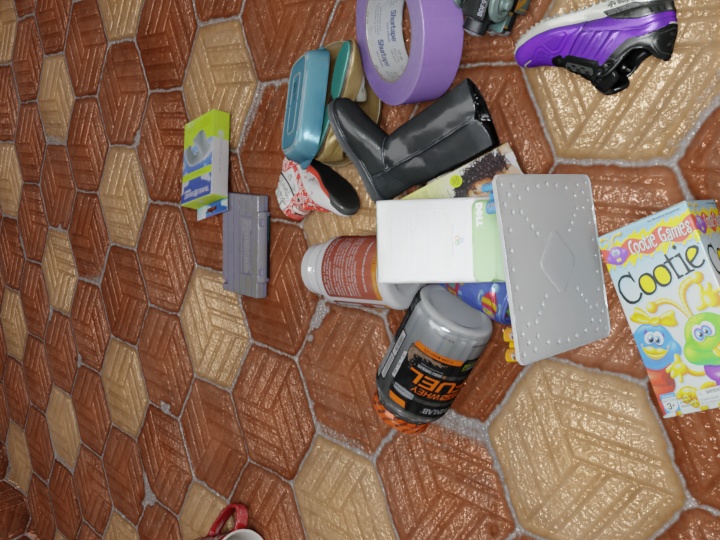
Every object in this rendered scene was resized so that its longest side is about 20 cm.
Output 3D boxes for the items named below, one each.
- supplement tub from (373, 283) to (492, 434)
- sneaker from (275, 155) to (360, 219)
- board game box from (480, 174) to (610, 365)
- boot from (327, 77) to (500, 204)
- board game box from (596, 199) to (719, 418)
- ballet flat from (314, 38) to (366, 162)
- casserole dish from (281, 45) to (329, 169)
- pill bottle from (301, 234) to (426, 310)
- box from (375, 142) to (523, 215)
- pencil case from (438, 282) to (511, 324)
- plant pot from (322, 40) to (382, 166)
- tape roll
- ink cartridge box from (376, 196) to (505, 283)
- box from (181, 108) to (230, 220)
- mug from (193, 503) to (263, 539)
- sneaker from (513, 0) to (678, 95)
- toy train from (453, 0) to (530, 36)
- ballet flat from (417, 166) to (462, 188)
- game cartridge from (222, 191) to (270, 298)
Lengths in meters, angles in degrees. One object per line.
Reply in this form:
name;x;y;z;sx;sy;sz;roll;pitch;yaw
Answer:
supplement tub;0.098;0.132;0.965;0.122;0.121;0.202;43;124;32
sneaker;-0.078;-0.123;1.151;0.202;0.067;0.109;48;126;34
board game box;0.220;-0.009;0.771;0.026;0.198;0.204;-9;89;48
boot;0.068;-0.197;0.888;0.198;0.066;0.166;-23;104;39
board game box;0.353;0.037;0.711;0.102;0.104;0.203;-27;77;42
ballet flat;-0.024;-0.262;1.043;0.069;0.062;0.202;-109;34;-47
casserole dish;-0.093;-0.268;1.083;0.121;0.038;0.204;180;98;-67
pill bottle;0.000;0.000;1.054;0.198;0.111;0.114;3;97;44
box;0.125;-0.089;0.893;0.198;0.050;0.076;-28;80;11
pencil case;0.154;-0.003;0.924;0.199;0.087;0.079;35;154;37
plant pot;-0.032;-0.277;1.112;0.198;0.027;0.204;6;99;44
tape roll;0.064;-0.339;0.932;0.200;0.065;0.203;-135;39;-53
ink cartridge box;0.120;-0.037;0.837;0.196;0.059;0.106;-1;90;12
box;-0.319;-0.215;1.367;0.121;0.047;0.204;-11;76;45
mug;-0.290;0.615;1.434;0.133;0.178;0.199;45;139;-15
sneaker;0.272;-0.254;0.783;0.198;0.069;0.101;-6;93;45
toy train;0.189;-0.388;0.818;0.085;0.113;0.203;35;119;32
ballet flat;0.106;-0.134;0.963;0.200;0.071;0.073;45;124;31
game cartridge;-0.230;-0.053;1.333;0.128;0.038;0.204;10;102;40
